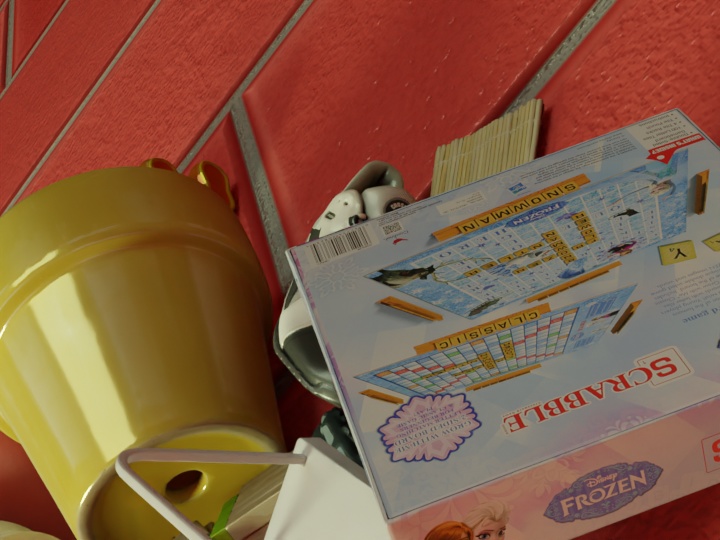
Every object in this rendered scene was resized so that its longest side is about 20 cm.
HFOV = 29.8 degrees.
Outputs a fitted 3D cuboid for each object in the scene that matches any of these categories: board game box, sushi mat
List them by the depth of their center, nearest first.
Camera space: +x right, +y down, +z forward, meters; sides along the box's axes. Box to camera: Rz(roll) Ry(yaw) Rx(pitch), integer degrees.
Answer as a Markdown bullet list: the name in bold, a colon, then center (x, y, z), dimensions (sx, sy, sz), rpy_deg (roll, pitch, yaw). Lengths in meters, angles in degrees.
- **board game box**: center (0.083, 0.020, 0.555), dimensions (0.198, 0.041, 0.200), rpy_deg (-20, 32, -2)
- **sushi mat**: center (0.058, -0.002, 0.761), dimensions (0.095, 0.012, 0.201), rpy_deg (-26, 42, 46)

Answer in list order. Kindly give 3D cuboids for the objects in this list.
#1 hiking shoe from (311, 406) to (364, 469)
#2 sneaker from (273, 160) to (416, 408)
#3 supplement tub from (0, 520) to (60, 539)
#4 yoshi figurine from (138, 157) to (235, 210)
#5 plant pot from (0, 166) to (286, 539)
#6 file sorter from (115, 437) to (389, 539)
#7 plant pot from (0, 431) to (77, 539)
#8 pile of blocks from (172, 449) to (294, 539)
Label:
- **hiking shoe**: center (0.004, 0.140, 0.643), dimensions (0.087, 0.074, 0.200), rpy_deg (-52, 28, 12)
- **sneaker**: center (0.000, 0.000, 0.752), dimensions (0.200, 0.074, 0.089), rpy_deg (-96, 29, -60)
- **supplement tub**: center (-0.279, 0.246, 0.921), dimensions (0.199, 0.144, 0.145), rpy_deg (-16, 49, 43)
- **yoshi figurine**: center (-0.197, -0.023, 1.115), dimensions (0.200, 0.112, 0.112), rpy_deg (-44, 15, 31)
- **plant pot**: center (-0.133, 0.070, 0.835), dimensions (0.201, 0.200, 0.189), rpy_deg (-49, 45, 19)
- **file sorter**: center (-0.049, 0.187, 0.543), dimensions (0.138, 0.124, 0.202), rpy_deg (28, 104, 44)
- **plant pot**: center (-0.273, 0.112, 1.020), dimensions (0.200, 0.177, 0.201), rpy_deg (-38, 34, 33)
- **pile of blocks**: center (-0.088, 0.186, 0.746), dimensions (0.200, 0.062, 0.082), rpy_deg (-39, 9, -10)
